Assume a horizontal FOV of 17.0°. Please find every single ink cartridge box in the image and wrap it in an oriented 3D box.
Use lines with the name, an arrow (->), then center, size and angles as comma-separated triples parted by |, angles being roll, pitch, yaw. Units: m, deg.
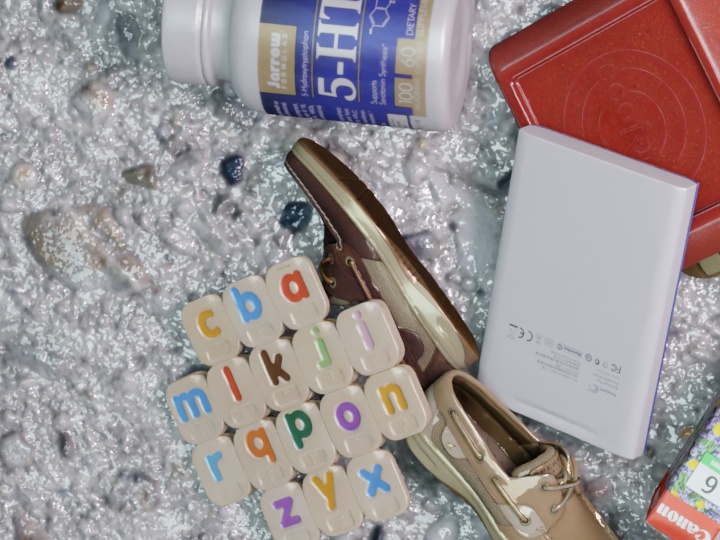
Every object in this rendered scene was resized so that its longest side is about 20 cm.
ink cartridge box -> 0.235, 0.146, 1.652 | 0.050, 0.109, 0.200 | 33, 100, 6

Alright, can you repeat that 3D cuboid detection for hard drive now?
hard drive -> 0.152, 0.014, 1.650 | 0.132, 0.025, 0.200 | 22, 116, 30

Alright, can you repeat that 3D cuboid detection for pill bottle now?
pill bottle -> -0.029, -0.164, 1.658 | 0.200, 0.120, 0.120 | 6, 97, 10

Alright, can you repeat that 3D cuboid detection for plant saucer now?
plant saucer -> 0.190, -0.098, 1.626 | 0.200, 0.037, 0.200 | -27, 87, 38

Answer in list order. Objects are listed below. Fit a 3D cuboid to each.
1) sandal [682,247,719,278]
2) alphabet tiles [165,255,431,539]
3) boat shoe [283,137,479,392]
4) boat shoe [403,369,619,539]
sandal -> 0.229, -0.096, 1.656 | 0.080, 0.054, 0.200 | -5, 101, 38
alphabet tiles -> -0.046, 0.096, 1.715 | 0.200, 0.015, 0.196 | -23, 91, 31
boat shoe -> 0.000, 0.000, 1.703 | 0.072, 0.072, 0.200 | -36, 95, 10
boat shoe -> 0.118, 0.152, 1.681 | 0.200, 0.071, 0.065 | 41, 131, 0
